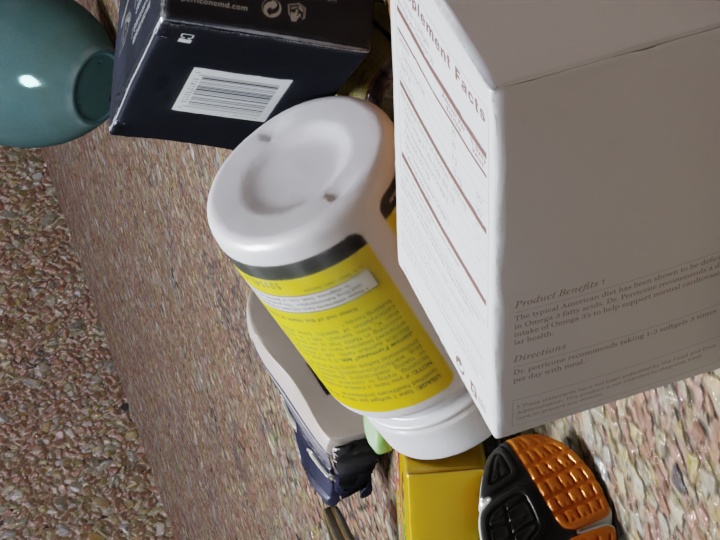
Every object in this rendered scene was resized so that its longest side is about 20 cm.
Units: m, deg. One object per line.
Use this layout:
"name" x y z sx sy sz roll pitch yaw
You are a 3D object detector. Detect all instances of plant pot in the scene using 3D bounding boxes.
"plant pot" -0.361 -0.232 2.530 0.135 0.200 0.200 19 133 32

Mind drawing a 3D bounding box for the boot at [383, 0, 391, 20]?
"boot" 0.053 -0.089 1.105 0.155 0.074 0.200 -112 16 -45

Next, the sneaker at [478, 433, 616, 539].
"sneaker" 0.113 0.191 1.172 0.092 0.076 0.200 99 154 -72

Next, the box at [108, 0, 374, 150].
"box" -0.065 -0.190 1.190 0.197 0.117 0.200 139 136 -70

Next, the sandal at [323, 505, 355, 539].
"sandal" 0.036 0.262 1.656 0.200 0.055 0.082 49 162 31

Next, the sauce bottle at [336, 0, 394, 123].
"sauce bottle" 0.008 -0.127 1.253 0.200 0.065 0.065 -124 22 -60

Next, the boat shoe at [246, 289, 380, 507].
"boat shoe" -0.043 0.100 1.723 0.093 0.075 0.200 98 153 -45

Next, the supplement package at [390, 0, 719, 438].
"supplement package" 0.085 -0.049 0.878 0.200 0.117 0.117 88 162 -46

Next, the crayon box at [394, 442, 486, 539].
"crayon box" 0.050 0.148 1.294 0.200 0.051 0.127 -98 6 -71

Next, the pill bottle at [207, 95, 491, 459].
"pill bottle" 0.010 0.010 1.180 0.200 0.114 0.114 56 -179 -38

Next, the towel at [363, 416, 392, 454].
"towel" 0.000 0.000 1.397 0.149 0.031 0.200 -90 -4 -64
